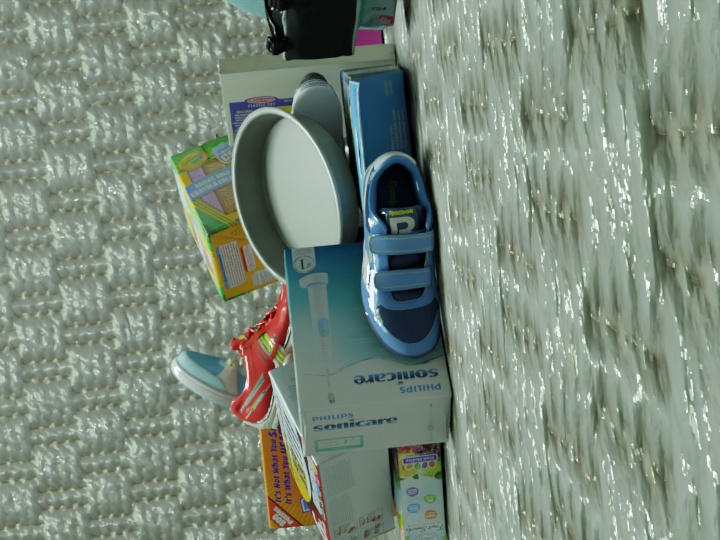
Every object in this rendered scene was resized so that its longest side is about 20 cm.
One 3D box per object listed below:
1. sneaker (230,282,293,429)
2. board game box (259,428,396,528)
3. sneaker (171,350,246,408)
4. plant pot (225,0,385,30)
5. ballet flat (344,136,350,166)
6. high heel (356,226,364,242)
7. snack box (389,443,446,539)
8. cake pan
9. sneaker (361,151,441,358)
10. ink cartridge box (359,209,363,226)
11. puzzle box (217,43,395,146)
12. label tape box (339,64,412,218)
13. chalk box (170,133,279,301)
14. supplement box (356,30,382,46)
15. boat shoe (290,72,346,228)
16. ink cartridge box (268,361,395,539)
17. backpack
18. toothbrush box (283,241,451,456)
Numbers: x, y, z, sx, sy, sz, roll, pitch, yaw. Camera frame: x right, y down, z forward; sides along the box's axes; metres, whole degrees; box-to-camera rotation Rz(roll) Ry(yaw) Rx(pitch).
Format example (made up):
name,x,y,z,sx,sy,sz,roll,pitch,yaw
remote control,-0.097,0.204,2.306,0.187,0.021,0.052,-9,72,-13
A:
name,x,y,z,sx,sy,sz,roll,pitch,yaw
sneaker,-0.104,0.078,1.517,0.077,0.085,0.201,49,-127,-80
board game box,-0.031,0.200,1.762,0.200,0.199,0.201,-106,11,-78
sneaker,-0.116,0.104,1.598,0.080,0.199,0.131,-98,30,-75
plant pot,-0.077,-0.395,1.513,0.196,0.199,0.197,90,174,-70
ballet flat,0.005,-0.093,1.662,0.068,0.068,0.201,-60,-28,-47
high heel,0.019,0.038,1.448,0.068,0.096,0.201,88,176,-51
snack box,0.054,0.194,1.485,0.200,0.053,0.143,-103,6,-65
cake pan,-0.069,-0.079,1.434,0.200,0.037,0.201,27,126,45
sneaker,0.036,-0.018,1.252,0.082,0.074,0.201,117,145,-78
ink cartridge box,0.000,0.000,1.563,0.068,0.115,0.201,99,165,-81
puzzle box,-0.059,-0.200,1.534,0.133,0.199,0.026,91,173,-58
label tape box,0.021,-0.136,1.398,0.200,0.066,0.144,-117,20,-77
chalk box,-0.155,-0.086,1.654,0.125,0.123,0.200,80,164,-46
supplement box,-0.022,-0.235,1.715,0.200,0.101,0.104,94,170,-76
boat shoe,-0.048,-0.122,1.495,0.068,0.071,0.201,-102,6,-63
ink cartridge box,-0.038,0.183,1.469,0.200,0.084,0.176,84,160,-50
backpack,-0.037,-0.328,1.297,0.178,0.150,0.201,97,160,-66
toothbrush box,0.004,0.072,1.321,0.085,0.146,0.201,88,174,-50
